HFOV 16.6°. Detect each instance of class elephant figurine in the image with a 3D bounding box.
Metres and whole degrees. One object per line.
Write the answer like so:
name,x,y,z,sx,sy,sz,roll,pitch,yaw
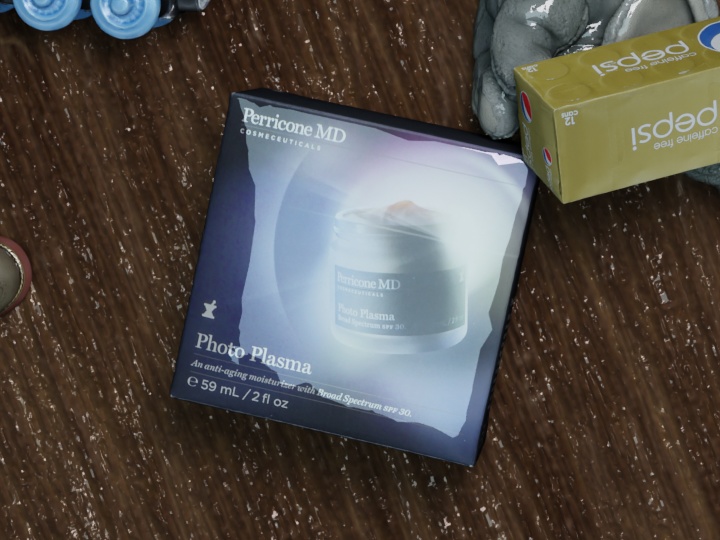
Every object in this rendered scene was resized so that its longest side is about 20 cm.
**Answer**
elephant figurine,0.174,-0.141,1.542,0.199,0.155,0.142,5,53,-4

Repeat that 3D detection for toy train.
toy train,-0.190,-0.213,1.577,0.199,0.087,0.115,7,104,9

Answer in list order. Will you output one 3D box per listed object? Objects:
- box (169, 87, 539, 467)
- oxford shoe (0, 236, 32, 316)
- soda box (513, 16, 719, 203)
box,0.000,0.000,1.564,0.200,0.123,0.199,12,95,5
oxford shoe,-0.312,0.040,1.625,0.200,0.075,0.071,-35,92,9
soda box,0.195,-0.103,1.463,0.200,0.068,0.064,-16,120,-12
